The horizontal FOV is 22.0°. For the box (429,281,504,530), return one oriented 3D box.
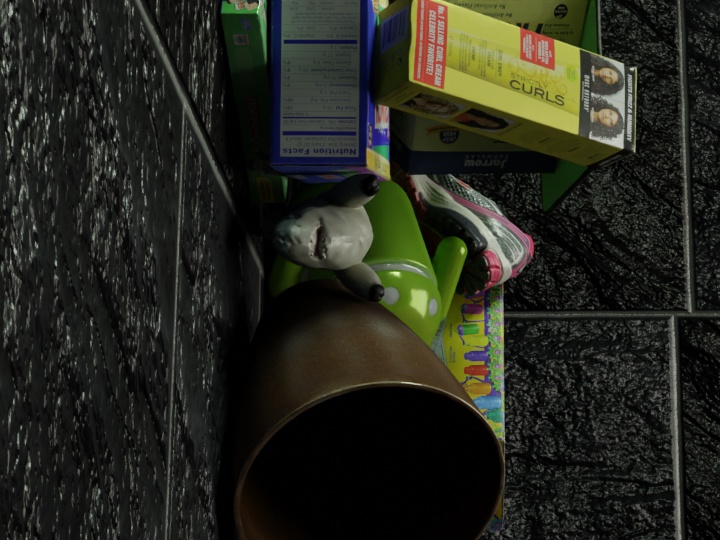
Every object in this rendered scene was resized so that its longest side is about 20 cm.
[{"bbox_3d":[0.029,0.110,1.612,0.200,0.193,0.122,-85,175,-46],"label":"box"}]

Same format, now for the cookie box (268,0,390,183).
[{"bbox_3d":[-0.020,-0.168,1.364,0.171,0.075,0.200,2,89,-84],"label":"cookie box"}]

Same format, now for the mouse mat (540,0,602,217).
[{"bbox_3d":[0.168,-0.158,1.493,0.161,0.008,0.200,126,-34,-70],"label":"mouse mat"}]

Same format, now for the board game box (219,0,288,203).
[{"bbox_3d":[-0.072,-0.164,1.364,0.200,0.029,0.135,85,7,-52],"label":"board game box"}]

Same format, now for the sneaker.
[{"bbox_3d":[0.068,-0.055,1.650,0.200,0.075,0.081,48,-43,25],"label":"sneaker"}]

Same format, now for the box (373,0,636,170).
[{"bbox_3d":[0.106,-0.134,1.331,0.050,0.200,0.075,-25,-125,55],"label":"box"}]

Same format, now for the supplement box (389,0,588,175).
[{"bbox_3d":[0.078,-0.207,1.519,0.200,0.134,0.200,-127,-139,-56],"label":"supplement box"}]

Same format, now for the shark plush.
[{"bbox_3d":[-0.044,-0.041,1.371,0.200,0.083,0.091,-129,-143,-65],"label":"shark plush"}]

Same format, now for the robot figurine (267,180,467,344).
[{"bbox_3d":[0.000,0.000,1.550,0.116,0.175,0.200,-50,-138,36],"label":"robot figurine"}]

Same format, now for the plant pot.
[{"bbox_3d":[-0.014,0.098,1.326,0.200,0.187,0.187,-112,-164,-55],"label":"plant pot"}]
